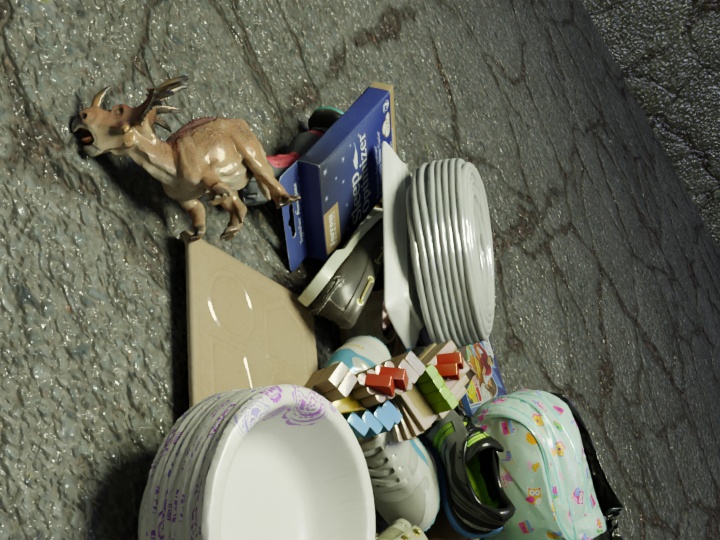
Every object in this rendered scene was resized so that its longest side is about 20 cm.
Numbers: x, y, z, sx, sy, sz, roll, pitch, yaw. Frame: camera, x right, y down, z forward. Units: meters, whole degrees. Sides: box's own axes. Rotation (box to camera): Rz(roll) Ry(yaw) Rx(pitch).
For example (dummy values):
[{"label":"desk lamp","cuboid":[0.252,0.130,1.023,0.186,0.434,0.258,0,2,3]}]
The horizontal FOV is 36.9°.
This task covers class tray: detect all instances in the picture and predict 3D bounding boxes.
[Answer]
[{"label":"tray","cuboid":[0.045,-0.026,1.111,0.108,0.022,0.201,60,26,-56]}]

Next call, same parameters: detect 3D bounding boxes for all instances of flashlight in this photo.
[{"label":"flashlight","cuboid":[-0.082,-0.110,1.100,0.200,0.067,0.068,-14,121,-60]}]

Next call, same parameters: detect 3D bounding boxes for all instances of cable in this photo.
[{"label":"cable","cuboid":[0.098,-0.016,1.128,0.200,0.069,0.201,52,32,-66]}]

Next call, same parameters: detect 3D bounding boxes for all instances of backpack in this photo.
[{"label":"backpack","cuboid":[0.197,0.238,1.238,0.126,0.166,0.202,-10,88,-57]}]

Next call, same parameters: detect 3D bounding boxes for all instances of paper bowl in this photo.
[{"label":"paper bowl","cuboid":[-0.082,0.187,0.789,0.200,0.104,0.202,17,69,-54]}]

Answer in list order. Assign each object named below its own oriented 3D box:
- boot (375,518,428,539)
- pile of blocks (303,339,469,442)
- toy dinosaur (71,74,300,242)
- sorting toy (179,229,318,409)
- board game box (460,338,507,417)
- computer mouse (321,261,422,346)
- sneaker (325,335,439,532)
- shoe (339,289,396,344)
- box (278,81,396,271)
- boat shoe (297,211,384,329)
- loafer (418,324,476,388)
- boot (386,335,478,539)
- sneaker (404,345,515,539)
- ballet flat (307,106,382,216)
[{"label":"boot","cuboid":[0.004,0.251,0.970,0.155,0.072,0.201,-26,100,-63]},{"label":"pile of blocks","cuboid":[0.035,0.113,0.977,0.199,0.062,0.083,-9,79,-38]},{"label":"toy dinosaur","cuboid":[-0.132,-0.103,0.926,0.199,0.086,0.136,-7,69,-56]},{"label":"sorting toy","cuboid":[-0.096,0.081,0.959,0.185,0.036,0.201,34,37,-50]},{"label":"board game box","cuboid":[0.131,0.110,1.367,0.135,0.034,0.201,1,70,-62]},{"label":"computer mouse","cuboid":[0.020,0.047,1.205,0.200,0.034,0.059,52,31,-29]},{"label":"sneaker","cuboid":[0.014,0.168,1.042,0.201,0.076,0.081,68,23,-4]},{"label":"shoe","cuboid":[0.043,0.017,1.180,0.070,0.053,0.200,46,47,-18]},{"label":"box","cuboid":[-0.018,-0.096,1.127,0.200,0.032,0.122,-50,147,-41]},{"label":"boat shoe","cuboid":[0.000,0.000,1.105,0.060,0.072,0.201,39,31,1]},{"label":"loafer","cuboid":[0.091,0.041,1.259,0.201,0.071,0.073,65,5,14]},{"label":"boot","cuboid":[0.054,0.190,1.133,0.201,0.066,0.175,60,17,-15]},{"label":"sneaker","cuboid":[0.100,0.165,1.077,0.070,0.083,0.201,-13,75,-40]},{"label":"ballet flat","cuboid":[0.006,-0.112,1.267,0.200,0.068,0.069,39,46,-45]}]
